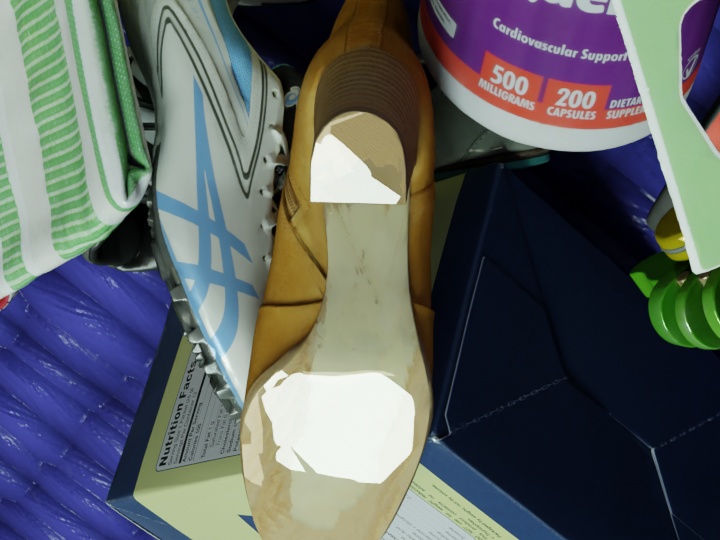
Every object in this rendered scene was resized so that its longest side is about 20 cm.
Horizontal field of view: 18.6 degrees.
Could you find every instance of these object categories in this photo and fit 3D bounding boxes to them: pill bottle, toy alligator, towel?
[{"bbox_3d":[0.088,-0.147,0.797,0.112,0.113,0.201,25,139,12],"label":"pill bottle"},{"bbox_3d":[0.169,-0.001,0.827,0.200,0.054,0.059,-14,122,49],"label":"toy alligator"},{"bbox_3d":[-0.152,-0.071,0.923,0.200,0.023,0.153,-22,79,53],"label":"towel"}]

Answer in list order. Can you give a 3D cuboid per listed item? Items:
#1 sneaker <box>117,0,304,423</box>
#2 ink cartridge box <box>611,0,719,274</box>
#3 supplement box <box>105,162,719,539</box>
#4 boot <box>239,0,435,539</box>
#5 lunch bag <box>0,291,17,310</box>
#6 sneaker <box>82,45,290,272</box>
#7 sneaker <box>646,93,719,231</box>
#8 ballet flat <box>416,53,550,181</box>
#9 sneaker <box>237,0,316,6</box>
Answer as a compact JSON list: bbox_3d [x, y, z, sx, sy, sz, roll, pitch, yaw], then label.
[{"bbox_3d":[-0.051,-0.041,0.881,0.072,0.201,0.072,-9,168,0],"label":"sneaker"},{"bbox_3d":[0.183,-0.100,0.743,0.199,0.048,0.146,-21,123,3],"label":"ink cartridge box"},{"bbox_3d":[0.034,0.079,0.992,0.199,0.135,0.200,-15,138,41],"label":"supplement box"},{"bbox_3d":[-0.001,-0.001,0.858,0.070,0.144,0.202,7,113,2],"label":"boot"},{"bbox_3d":[-0.217,-0.075,1.100,0.175,0.082,0.201,22,137,15],"label":"lunch bag"},{"bbox_3d":[-0.111,-0.049,0.955,0.199,0.091,0.067,25,149,16],"label":"sneaker"},{"bbox_3d":[0.195,-0.055,0.849,0.108,0.067,0.202,31,143,4],"label":"sneaker"},{"bbox_3d":[0.005,-0.060,0.989,0.199,0.067,0.064,-14,92,41],"label":"ballet flat"},{"bbox_3d":[-0.097,-0.139,0.959,0.199,0.080,0.074,9,131,25],"label":"sneaker"}]
